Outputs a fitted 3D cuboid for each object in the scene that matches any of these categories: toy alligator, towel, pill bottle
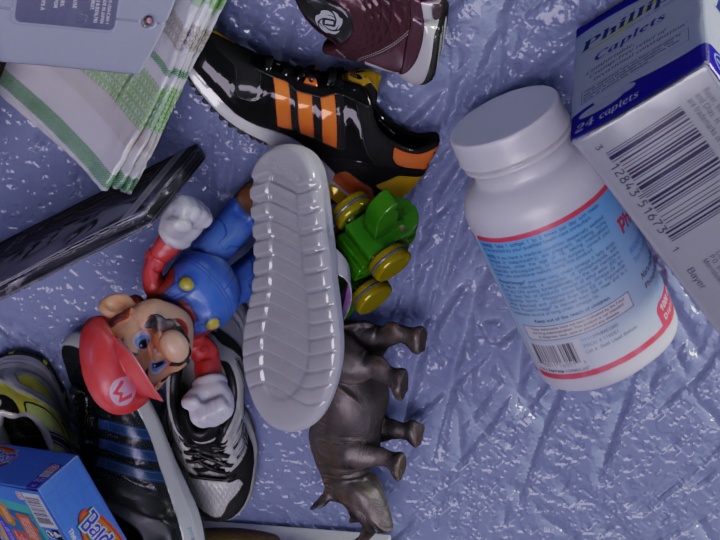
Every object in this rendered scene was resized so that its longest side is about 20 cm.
[{"bbox_3d":[0.000,0.000,1.573,0.059,0.054,0.200,52,143,19],"label":"toy alligator"},{"bbox_3d":[-0.175,-0.171,1.526,0.149,0.031,0.200,40,120,21],"label":"towel"},{"bbox_3d":[0.139,-0.024,1.557,0.108,0.109,0.200,-19,114,17],"label":"pill bottle"}]

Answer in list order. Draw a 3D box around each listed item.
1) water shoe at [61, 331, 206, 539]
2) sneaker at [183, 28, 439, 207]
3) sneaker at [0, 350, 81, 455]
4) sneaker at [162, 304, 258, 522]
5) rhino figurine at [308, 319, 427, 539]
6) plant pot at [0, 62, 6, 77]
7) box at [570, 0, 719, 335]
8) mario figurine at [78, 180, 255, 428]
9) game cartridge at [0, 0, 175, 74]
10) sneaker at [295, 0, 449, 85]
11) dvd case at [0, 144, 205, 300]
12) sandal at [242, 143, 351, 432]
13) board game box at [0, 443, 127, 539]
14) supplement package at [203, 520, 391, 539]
[{"bbox_3d":[-0.187,0.144,1.676,0.201,0.079,0.071,63,153,-3],"label":"water shoe"},{"bbox_3d":[-0.033,-0.122,1.553,0.200,0.070,0.090,38,113,-19],"label":"sneaker"},{"bbox_3d":[-0.242,0.162,1.724,0.075,0.076,0.200,-23,114,16],"label":"sneaker"},{"bbox_3d":[-0.121,0.117,1.679,0.075,0.088,0.201,0,119,6],"label":"sneaker"},{"bbox_3d":[0.000,0.124,1.680,0.087,0.060,0.201,15,121,22],"label":"rhino figurine"},{"bbox_3d":[-0.316,-0.162,1.521,0.187,0.187,0.200,37,102,-12],"label":"plant pot"},{"bbox_3d":[0.233,-0.082,1.461,0.105,0.200,0.184,-32,110,20],"label":"box"},{"bbox_3d":[-0.112,0.028,1.564,0.123,0.200,0.106,40,154,12],"label":"mario figurine"},{"bbox_3d":[-0.175,-0.225,1.427,0.133,0.041,0.201,7,120,-12],"label":"game cartridge"},{"bbox_3d":[0.006,-0.222,1.490,0.115,0.076,0.201,10,119,6],"label":"sneaker"},{"bbox_3d":[-0.214,-0.022,1.581,0.199,0.149,0.016,-24,104,19],"label":"dvd case"},{"bbox_3d":[-0.036,0.013,1.543,0.082,0.050,0.203,11,105,34],"label":"sandal"},{"bbox_3d":[-0.246,0.202,1.666,0.200,0.045,0.152,2,126,49],"label":"board game box"},{"bbox_3d":[-0.080,0.275,1.741,0.199,0.114,0.110,3,119,6],"label":"supplement package"}]
